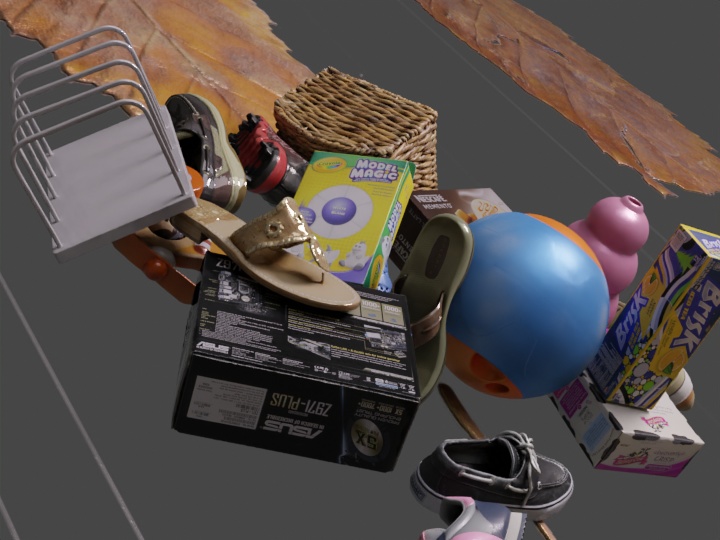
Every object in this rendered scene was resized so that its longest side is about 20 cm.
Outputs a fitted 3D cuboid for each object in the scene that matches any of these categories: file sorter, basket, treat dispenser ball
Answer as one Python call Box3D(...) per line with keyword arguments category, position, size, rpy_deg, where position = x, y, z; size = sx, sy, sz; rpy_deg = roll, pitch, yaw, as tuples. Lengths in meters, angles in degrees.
Box3D(category="file sorter", position=(-0.256, -0.132, 1.015), size=(0.138, 0.125, 0.200), rpy_deg=(-22, 37, -4))
Box3D(category="basket", position=(-0.011, -0.145, 1.364), size=(0.199, 0.150, 0.143), rpy_deg=(28, 51, 29))
Box3D(category="treat dispenser ball", position=(0.167, 0.038, 1.143), size=(0.200, 0.202, 0.201), rpy_deg=(23, 28, -13))

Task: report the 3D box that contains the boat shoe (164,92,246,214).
Box3D(category="boat shoe", position=(-0.195, -0.146, 1.237), size=(0.066, 0.072, 0.201), rpy_deg=(11, 37, -43))

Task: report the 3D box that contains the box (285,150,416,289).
Box3D(category="box", position=(-0.017, -0.058, 1.148), size=(0.116, 0.049, 0.201), rpy_deg=(8, 52, 18))

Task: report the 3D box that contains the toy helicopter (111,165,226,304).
Box3D(category="toy helicopter", position=(-0.158, -0.012, 1.042), size=(0.199, 0.079, 0.132), rpy_deg=(35, 33, 10))

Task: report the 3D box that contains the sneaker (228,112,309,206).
Box3D(category="sneaker", position=(-0.110, -0.129, 1.299), size=(0.098, 0.071, 0.201), rpy_deg=(37, 10, -29))

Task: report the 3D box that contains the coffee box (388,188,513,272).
Box3D(category="coffee box", position=(0.126, -0.039, 1.356), size=(0.199, 0.080, 0.115), rpy_deg=(-6, 48, -49))

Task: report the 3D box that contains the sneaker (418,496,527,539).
Box3D(category="sneaker", position=(0.076, 0.252, 0.856), size=(0.081, 0.071, 0.200), rpy_deg=(18, 22, 14))

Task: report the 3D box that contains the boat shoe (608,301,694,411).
Box3D(category="boat shoe", position=(0.356, 0.113, 1.358), size=(0.068, 0.075, 0.200), rpy_deg=(46, 9, -32))

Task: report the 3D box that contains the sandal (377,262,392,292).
Box3D(category="sandal", position=(0.000, 0.000, 1.169), size=(0.079, 0.087, 0.201), rpy_deg=(12, 34, -34))

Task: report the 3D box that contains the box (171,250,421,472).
Box3D(category="box", position=(-0.058, 0.079, 0.945), size=(0.199, 0.087, 0.164), rpy_deg=(13, 31, -11))

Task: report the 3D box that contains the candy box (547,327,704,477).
Box3D(category="candy box", position=(0.288, 0.144, 1.235), size=(0.136, 0.061, 0.200), rpy_deg=(12, 31, -31))

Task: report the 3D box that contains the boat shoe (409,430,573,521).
Box3D(category="boat shoe", position=(0.138, 0.187, 1.005), size=(0.198, 0.068, 0.074), rpy_deg=(12, 32, -33))

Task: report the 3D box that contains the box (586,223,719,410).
Box3D(category="box", position=(0.330, 0.053, 1.143), size=(0.070, 0.201, 0.064), rpy_deg=(13, 31, -27))

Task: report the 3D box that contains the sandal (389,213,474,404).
Box3D(category="sandal", position=(0.054, 0.037, 1.058), size=(0.079, 0.202, 0.057), rpy_deg=(15, -2, 25))

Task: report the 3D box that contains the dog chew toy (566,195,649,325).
Box3D(category="dog chew toy", position=(0.292, -0.007, 1.343), size=(0.124, 0.201, 0.125), rpy_deg=(23, 27, -12))

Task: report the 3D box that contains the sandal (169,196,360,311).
Box3D(category="sandal", position=(-0.086, -0.038, 0.965), size=(0.211, 0.070, 0.077), rpy_deg=(27, 24, 24))
